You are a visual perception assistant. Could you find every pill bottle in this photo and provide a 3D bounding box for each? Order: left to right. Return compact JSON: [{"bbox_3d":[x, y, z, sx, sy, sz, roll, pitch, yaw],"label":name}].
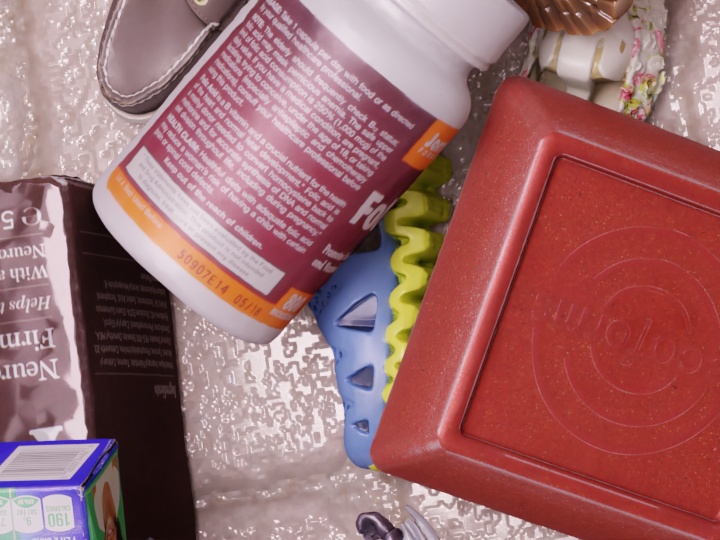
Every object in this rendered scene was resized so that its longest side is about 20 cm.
[{"bbox_3d":[-0.021,-0.074,1.293,0.114,0.114,0.200,43,99,11],"label":"pill bottle"}]

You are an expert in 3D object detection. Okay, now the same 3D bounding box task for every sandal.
[{"bbox_3d":[0.000,0.000,1.374,0.087,0.079,0.201,-4,78,17],"label":"sandal"}]

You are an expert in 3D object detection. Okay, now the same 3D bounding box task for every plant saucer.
[{"bbox_3d":[0.129,0.033,1.322,0.199,0.037,0.201,20,91,-12],"label":"plant saucer"}]

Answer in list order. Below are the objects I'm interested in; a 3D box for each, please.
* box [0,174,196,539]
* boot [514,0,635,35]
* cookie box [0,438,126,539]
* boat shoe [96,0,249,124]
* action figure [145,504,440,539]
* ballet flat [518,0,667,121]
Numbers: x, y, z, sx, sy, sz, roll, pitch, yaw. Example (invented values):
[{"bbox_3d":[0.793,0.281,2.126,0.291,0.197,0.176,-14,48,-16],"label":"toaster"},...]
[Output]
[{"bbox_3d":[-0.185,0.066,1.356,0.165,0.164,0.201,-8,85,11],"label":"box"},{"bbox_3d":[0.076,-0.180,1.361,0.200,0.075,0.107,20,55,38],"label":"boot"},{"bbox_3d":[-0.185,0.183,1.235,0.170,0.075,0.201,-3,104,10],"label":"cookie box"},{"bbox_3d":[-0.075,-0.166,1.402,0.072,0.060,0.200,36,94,11],"label":"boat shoe"},{"bbox_3d":[-0.016,0.168,1.321,0.069,0.199,0.130,54,130,39],"label":"action figure"},{"bbox_3d":[0.105,-0.076,1.358,0.075,0.064,0.201,12,88,13],"label":"ballet flat"}]
